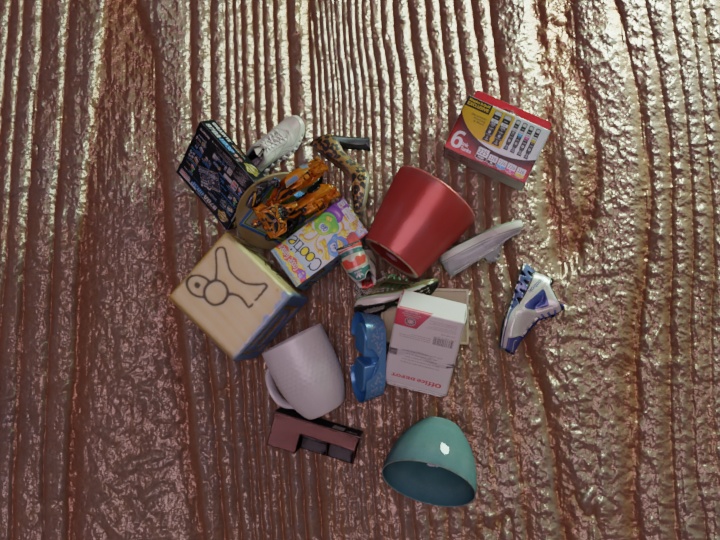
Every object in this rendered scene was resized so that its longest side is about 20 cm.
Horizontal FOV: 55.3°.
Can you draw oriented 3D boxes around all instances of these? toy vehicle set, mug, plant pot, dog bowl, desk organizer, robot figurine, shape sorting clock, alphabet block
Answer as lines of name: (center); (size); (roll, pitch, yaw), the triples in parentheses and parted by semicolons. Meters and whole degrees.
toy vehicle set: (0.145, 0.103, 1.551); (0.198, 0.027, 0.125); (1, 85, 6)
mug: (-0.132, 0.237, 1.522); (0.199, 0.147, 0.176); (-27, 90, 33)
plant pot: (0.116, -0.095, 1.481); (0.200, 0.200, 0.178); (35, 83, 8)
dog bowl: (0.018, 0.189, 1.507); (0.049, 0.111, 0.202); (-2, 100, -19)
plant pot: (0.158, 0.393, 1.459); (0.199, 0.201, 0.135); (15, 52, 7)
desk organizer: (-0.102, 0.373, 1.531); (0.198, 0.072, 0.078); (15, 89, 7)
robot figurine: (-0.147, -0.148, 1.467); (0.199, 0.058, 0.146); (-37, 127, -12)
shape sorting clock: (-0.182, -0.133, 1.539); (0.199, 0.200, 0.039); (-29, 47, 2)
alphabet block: (-0.262, 0.061, 1.512); (0.200, 0.196, 0.195); (43, 89, 8)

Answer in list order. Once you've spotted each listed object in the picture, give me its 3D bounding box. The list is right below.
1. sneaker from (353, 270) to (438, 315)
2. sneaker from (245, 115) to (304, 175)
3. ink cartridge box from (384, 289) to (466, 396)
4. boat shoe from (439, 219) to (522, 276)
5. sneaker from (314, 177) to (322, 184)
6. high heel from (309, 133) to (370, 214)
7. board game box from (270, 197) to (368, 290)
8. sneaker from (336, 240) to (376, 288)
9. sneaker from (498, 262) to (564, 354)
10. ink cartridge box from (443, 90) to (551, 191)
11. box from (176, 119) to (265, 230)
sneaker: (0.073, 0.033, 1.522); (0.198, 0.077, 0.089); (-14, 66, 0)
sneaker: (-0.208, -0.285, 1.596); (0.075, 0.081, 0.200); (44, 89, 10)
ink cartridge box: (0.137, 0.158, 1.473); (0.145, 0.085, 0.201); (13, 119, 7)
boat shoe: (0.277, -0.048, 1.537); (0.200, 0.070, 0.072); (-26, 93, 7)
sneaker: (-0.182, -0.184, 1.588); (0.199, 0.074, 0.080); (-28, 81, 2)
high heel: (-0.050, -0.220, 1.573); (0.141, 0.071, 0.202); (2, 69, 0)
board game box: (-0.085, -0.058, 1.550); (0.199, 0.105, 0.103); (-37, 82, 1)
sneaker: (0.000, 0.000, 1.486); (0.070, 0.200, 0.094); (-21, 78, 5)
sneaker: (0.379, 0.093, 1.502); (0.114, 0.081, 0.201); (18, 85, 9)
ink cartridge box: (0.312, -0.305, 1.542); (0.199, 0.084, 0.177); (25, 88, 8)
box: (-0.321, -0.218, 1.570); (0.200, 0.046, 0.159); (47, 126, 13)
